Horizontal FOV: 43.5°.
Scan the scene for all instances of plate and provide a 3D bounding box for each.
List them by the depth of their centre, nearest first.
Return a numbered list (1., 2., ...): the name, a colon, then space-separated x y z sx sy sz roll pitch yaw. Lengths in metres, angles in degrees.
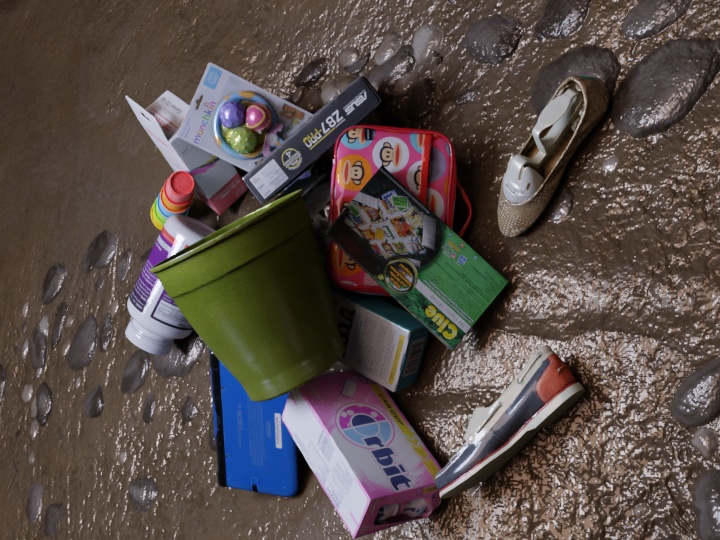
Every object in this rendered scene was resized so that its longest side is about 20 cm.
1. plate: -0.123 -0.070 1.234 0.026 0.200 0.200 46 116 -4

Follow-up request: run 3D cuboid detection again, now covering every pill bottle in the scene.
1. pill bottle: -0.287 0.024 1.395 0.112 0.111 0.202 38 104 42

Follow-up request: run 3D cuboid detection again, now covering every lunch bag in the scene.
1. lunch bag: 0.048 -0.068 1.093 0.172 0.082 0.205 4 86 0

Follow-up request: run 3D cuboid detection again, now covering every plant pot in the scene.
1. plant pot: -0.113 0.038 1.053 0.198 0.200 0.196 -21 99 37

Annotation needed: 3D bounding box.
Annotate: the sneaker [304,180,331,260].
1. sneaker: -0.061 -0.065 1.210 0.198 0.076 0.081 -34 40 -8

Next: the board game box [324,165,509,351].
1. board game box: 0.064 -0.014 1.039 0.200 0.023 0.105 43 85 1

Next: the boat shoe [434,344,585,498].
1. boat shoe: 0.149 0.167 0.969 0.200 0.071 0.063 -45 66 16

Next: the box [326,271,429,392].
1. box: -0.013 0.068 1.127 0.198 0.049 0.084 27 112 31

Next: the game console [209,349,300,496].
1. game console: -0.148 0.182 1.230 0.167 0.118 0.204 5 110 15

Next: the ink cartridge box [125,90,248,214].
1. ink cartridge box: -0.264 -0.193 1.375 0.067 0.201 0.116 -42 46 -12

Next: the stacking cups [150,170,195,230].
1. stacking cups: -0.287 -0.112 1.413 0.200 0.059 0.062 150 126 -67

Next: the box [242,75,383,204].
1. box: -0.058 -0.174 1.188 0.199 0.049 0.161 -40 8 8

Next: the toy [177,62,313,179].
1. toy: -0.149 -0.200 1.284 0.117 0.197 0.047 -64 11 1

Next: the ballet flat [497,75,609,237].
1. ballet flat: 0.202 -0.133 1.017 0.070 0.065 0.202 40 105 42

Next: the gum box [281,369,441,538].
1. gum box: 0.004 0.210 1.055 0.201 0.112 0.067 52 134 39
